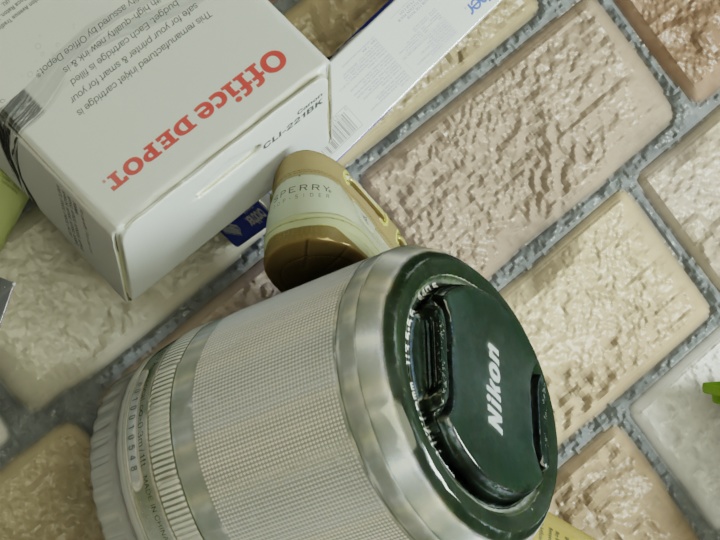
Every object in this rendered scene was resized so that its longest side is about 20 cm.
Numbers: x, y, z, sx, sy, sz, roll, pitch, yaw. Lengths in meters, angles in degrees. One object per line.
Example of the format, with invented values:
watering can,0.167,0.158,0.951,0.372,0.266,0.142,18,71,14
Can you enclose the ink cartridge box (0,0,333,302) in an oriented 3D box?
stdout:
ink cartridge box,-0.129,-0.107,1.341,0.144,0.084,0.200,-39,68,-16

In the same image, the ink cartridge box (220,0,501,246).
ink cartridge box,-0.003,-0.101,1.436,0.044,0.094,0.200,47,73,-5

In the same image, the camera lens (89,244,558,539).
camera lens,-0.014,0.087,1.300,0.160,0.199,0.161,35,44,-43

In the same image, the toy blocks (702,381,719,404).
toy blocks,0.298,0.130,1.510,0.198,0.100,0.138,-2,94,-18

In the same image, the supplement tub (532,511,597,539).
supplement tub,0.101,0.212,1.400,0.199,0.145,0.146,30,75,-12

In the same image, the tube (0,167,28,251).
tube,-0.185,-0.082,1.403,0.058,0.052,0.201,39,66,-42

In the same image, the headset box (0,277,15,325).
headset box,-0.238,0.071,1.282,0.075,0.200,0.150,21,76,-13

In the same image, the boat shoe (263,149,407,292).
boat shoe,0.000,0.000,1.386,0.073,0.200,0.067,-8,64,10
